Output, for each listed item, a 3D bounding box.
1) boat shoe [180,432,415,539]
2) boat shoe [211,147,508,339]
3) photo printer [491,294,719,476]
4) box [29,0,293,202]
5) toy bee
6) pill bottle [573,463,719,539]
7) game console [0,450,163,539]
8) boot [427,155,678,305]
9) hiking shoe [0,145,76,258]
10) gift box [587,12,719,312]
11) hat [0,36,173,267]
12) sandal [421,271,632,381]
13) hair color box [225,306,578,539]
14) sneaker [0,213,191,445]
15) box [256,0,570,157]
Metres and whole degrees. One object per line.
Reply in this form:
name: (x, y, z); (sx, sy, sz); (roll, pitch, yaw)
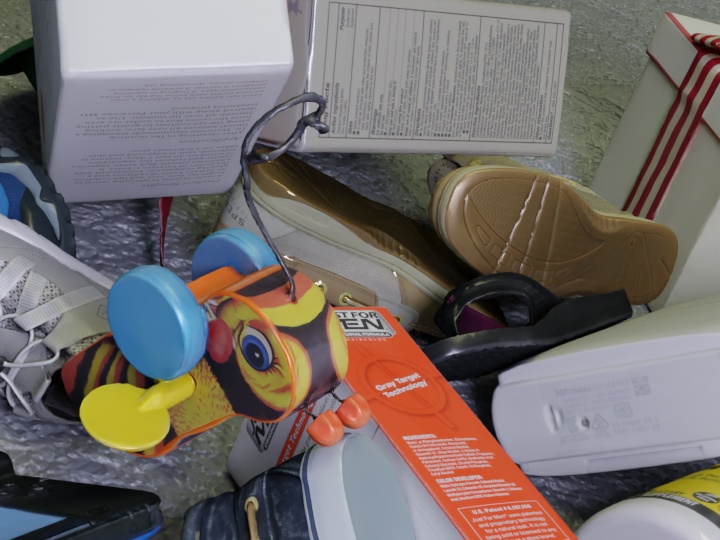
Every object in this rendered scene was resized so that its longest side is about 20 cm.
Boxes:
boat shoe: (-0.015, 0.170, 0.619); (0.071, 0.091, 0.201); (29, 42, -51)
boat shoe: (0.000, 0.000, 0.914); (0.200, 0.066, 0.074); (31, 21, -30)
photo printer: (0.194, 0.054, 0.875); (0.166, 0.070, 0.200); (-14, 0, 43)
box: (-0.109, -0.135, 0.795); (0.106, 0.200, 0.153); (-4, 78, -14)
toy bee: (-0.053, 0.036, 0.640); (0.131, 0.200, 0.109); (-31, 80, -24)
pill bottle: (0.193, 0.144, 0.757); (0.200, 0.112, 0.111); (-9, 41, -45)
game console: (-0.204, 0.065, 0.595); (0.170, 0.119, 0.200); (-1, 10, 41)
boot: (0.084, -0.039, 0.991); (0.200, 0.073, 0.155); (10, 13, -41)
hiking shoe: (-0.229, -0.036, 0.831); (0.200, 0.075, 0.087); (35, 47, 31)
gift box: (0.293, -0.063, 1.105); (0.184, 0.187, 0.200); (7, 31, -26)
hat: (-0.127, -0.073, 0.984); (0.200, 0.165, 0.177); (-28, 99, -48)
sandal: (0.080, 0.028, 0.883); (0.200, 0.075, 0.048); (-10, 76, -54)
hair color box: (0.020, 0.113, 0.699); (0.061, 0.102, 0.200); (0, 36, -37)
sneaker: (-0.158, 0.028, 0.746); (0.199, 0.075, 0.082); (15, 28, -13)
box: (0.025, -0.117, 0.927); (0.200, 0.095, 0.078); (-1, 11, -39)
